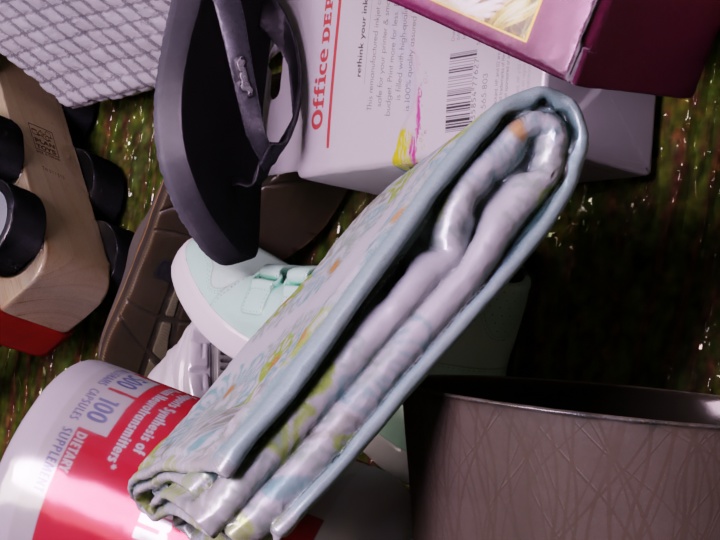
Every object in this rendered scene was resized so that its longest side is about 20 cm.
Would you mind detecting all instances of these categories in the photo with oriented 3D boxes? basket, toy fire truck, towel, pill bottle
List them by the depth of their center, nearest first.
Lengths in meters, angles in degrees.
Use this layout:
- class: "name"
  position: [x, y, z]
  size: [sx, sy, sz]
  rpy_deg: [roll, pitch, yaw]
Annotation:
- class: "basket"
  position: [0.095, 0.146, 0.927]
  size: [0.180, 0.136, 0.200]
  rpy_deg: [5, 93, 8]
- class: "towel"
  position: [-0.005, 0.021, 0.951]
  size: [0.200, 0.048, 0.171]
  rpy_deg: [-49, 7, -12]
- class: "pill bottle"
  position: [-0.048, 0.121, 1.067]
  size: [0.200, 0.112, 0.112]
  rpy_deg: [20, 98, 15]
- class: "towel"
  position: [-0.141, -0.173, 1.256]
  size: [0.165, 0.200, 0.086]
  rpy_deg: [-8, 53, 46]
- class: "toy fire truck"
  position: [-0.216, -0.006, 1.372]
  size: [0.200, 0.129, 0.176]
  rpy_deg: [-40, 52, 25]

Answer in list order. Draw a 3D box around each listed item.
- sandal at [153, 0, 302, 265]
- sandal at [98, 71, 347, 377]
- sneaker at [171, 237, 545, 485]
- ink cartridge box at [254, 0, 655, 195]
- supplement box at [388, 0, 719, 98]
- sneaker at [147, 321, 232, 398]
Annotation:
- class: "sandal"
  position: [-0.052, -0.103, 1.116]
  size: [0.043, 0.076, 0.201]
  rpy_deg: [-3, 78, 25]
- class: "sandal"
  position: [-0.067, -0.019, 1.229]
  size: [0.055, 0.082, 0.200]
  rpy_deg: [-98, 31, -55]
- class: "sneaker"
  position: [0.001, 0.000, 1.124]
  size: [0.200, 0.074, 0.118]
  rpy_deg: [34, 114, 39]
- class: "ink cartridge box"
  position: [0.037, -0.095, 1.110]
  size: [0.200, 0.068, 0.115]
  rpy_deg: [-4, 78, 50]
- class: "supplement box"
  position: [0.047, -0.163, 0.971]
  size: [0.200, 0.103, 0.131]
  rpy_deg: [29, 105, 30]
- class: "sneaker"
  position: [-0.069, 0.123, 1.192]
  size: [0.099, 0.078, 0.200]
  rpy_deg: [-32, 51, 53]
